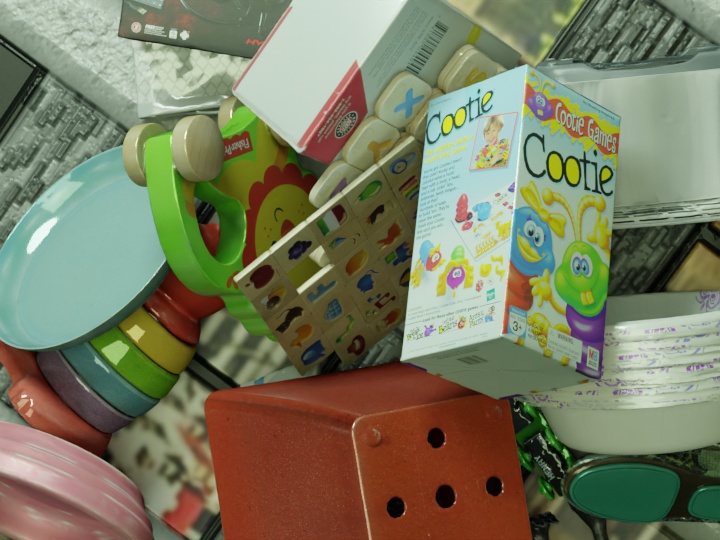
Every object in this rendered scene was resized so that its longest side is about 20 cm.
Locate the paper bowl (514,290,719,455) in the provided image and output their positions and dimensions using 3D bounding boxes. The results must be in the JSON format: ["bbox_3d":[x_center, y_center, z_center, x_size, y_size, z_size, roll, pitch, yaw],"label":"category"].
[{"bbox_3d":[0.212,0.077,1.422,0.199,0.201,0.105,-3,95,6],"label":"paper bowl"}]

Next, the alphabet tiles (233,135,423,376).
[{"bbox_3d":[0.000,0.000,1.443,0.167,0.200,0.008,-39,59,-6],"label":"alphabet tiles"}]

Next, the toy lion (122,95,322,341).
[{"bbox_3d":[-0.083,-0.035,1.446,0.068,0.200,0.193,-6,101,33],"label":"toy lion"}]

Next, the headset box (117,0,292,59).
[{"bbox_3d":[-0.095,-0.266,1.453,0.148,0.077,0.201,10,98,4],"label":"headset box"}]

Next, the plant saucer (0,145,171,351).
[{"bbox_3d":[-0.208,-0.015,1.484,0.200,0.200,0.027,-36,129,8],"label":"plant saucer"}]

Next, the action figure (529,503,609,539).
[{"bbox_3d":[0.184,0.285,1.498,0.118,0.102,0.201,-16,92,-4],"label":"action figure"}]

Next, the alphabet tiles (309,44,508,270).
[{"bbox_3d":[0.043,-0.077,1.435,0.015,0.195,0.200,41,99,28],"label":"alphabet tiles"}]

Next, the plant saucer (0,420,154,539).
[{"bbox_3d":[-0.250,0.175,1.501,0.199,0.201,0.051,21,67,4],"label":"plant saucer"}]

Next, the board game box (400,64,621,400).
[{"bbox_3d":[0.108,-0.024,1.335,0.103,0.105,0.201,22,65,-36],"label":"board game box"}]

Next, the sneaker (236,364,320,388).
[{"bbox_3d":[-0.017,0.162,1.523,0.086,0.075,0.201,-29,92,2],"label":"sneaker"}]

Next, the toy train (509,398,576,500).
[{"bbox_3d":[0.115,0.097,1.508,0.042,0.056,0.200,-36,91,14],"label":"toy train"}]

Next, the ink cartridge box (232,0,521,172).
[{"bbox_3d":[0.017,-0.146,1.418,0.083,0.200,0.145,40,99,28],"label":"ink cartridge box"}]

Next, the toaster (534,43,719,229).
[{"bbox_3d":[0.226,-0.103,1.450,0.199,0.114,0.130,-5,99,4],"label":"toaster"}]

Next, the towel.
[{"bbox_3d":[-0.092,-0.220,1.512,0.199,0.032,0.192,-3,95,6],"label":"towel"}]

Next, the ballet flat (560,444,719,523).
[{"bbox_3d":[0.241,0.160,1.475,0.199,0.074,0.075,11,97,-18],"label":"ballet flat"}]

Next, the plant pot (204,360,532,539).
[{"bbox_3d":[0.020,0.170,1.413,0.199,0.176,0.201,-8,87,-28],"label":"plant pot"}]

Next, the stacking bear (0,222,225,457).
[{"bbox_3d":[-0.178,0.043,1.507,0.200,0.122,0.114,-44,123,6],"label":"stacking bear"}]
